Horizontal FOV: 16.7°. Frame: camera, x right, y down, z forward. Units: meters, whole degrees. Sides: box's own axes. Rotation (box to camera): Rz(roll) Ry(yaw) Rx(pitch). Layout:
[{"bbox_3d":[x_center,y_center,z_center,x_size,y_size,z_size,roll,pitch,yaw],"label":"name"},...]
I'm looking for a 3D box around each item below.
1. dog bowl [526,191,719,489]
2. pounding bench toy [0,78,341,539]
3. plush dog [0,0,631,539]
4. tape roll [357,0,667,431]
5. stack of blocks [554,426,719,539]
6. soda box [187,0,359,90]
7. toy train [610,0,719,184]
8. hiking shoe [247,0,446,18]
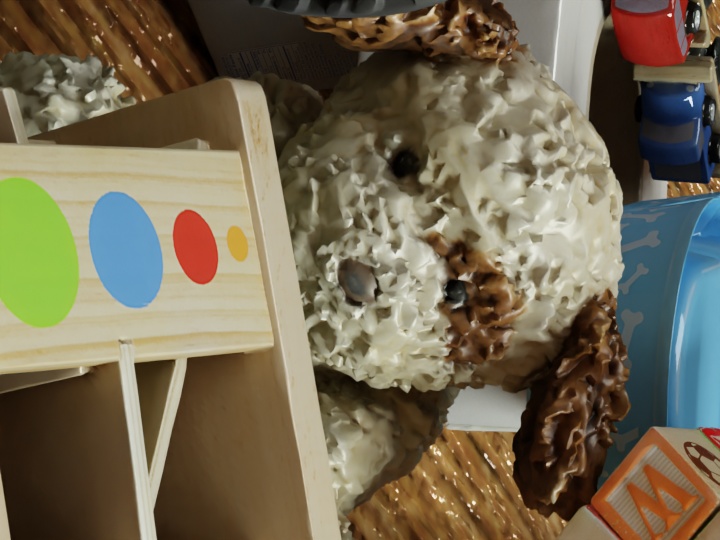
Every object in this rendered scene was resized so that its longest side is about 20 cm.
[{"bbox_3d":[0.102,0.027,0.827,0.200,0.049,0.112,-14,107,-69],"label":"dog bowl"},{"bbox_3d":[-0.111,-0.009,0.579,0.156,0.124,0.201,-1,80,-59],"label":"pounding bench toy"},{"bbox_3d":[0.000,0.000,0.727,0.160,0.171,0.201,-33,100,-60],"label":"plush dog"},{"bbox_3d":[0.059,-0.042,0.884,0.202,0.070,0.204,1,90,-73],"label":"tape roll"},{"bbox_3d":[0.068,0.139,0.727,0.059,0.200,0.115,47,21,26],"label":"stack of blocks"},{"bbox_3d":[-0.041,-0.159,0.822,0.068,0.063,0.201,-67,144,-48],"label":"soda box"},{"bbox_3d":[0.104,-0.096,0.851,0.200,0.034,0.046,70,31,-48],"label":"toy train"},{"bbox_3d":[-0.028,-0.134,0.685,0.100,0.200,0.076,-30,137,-40],"label":"hiking shoe"}]
